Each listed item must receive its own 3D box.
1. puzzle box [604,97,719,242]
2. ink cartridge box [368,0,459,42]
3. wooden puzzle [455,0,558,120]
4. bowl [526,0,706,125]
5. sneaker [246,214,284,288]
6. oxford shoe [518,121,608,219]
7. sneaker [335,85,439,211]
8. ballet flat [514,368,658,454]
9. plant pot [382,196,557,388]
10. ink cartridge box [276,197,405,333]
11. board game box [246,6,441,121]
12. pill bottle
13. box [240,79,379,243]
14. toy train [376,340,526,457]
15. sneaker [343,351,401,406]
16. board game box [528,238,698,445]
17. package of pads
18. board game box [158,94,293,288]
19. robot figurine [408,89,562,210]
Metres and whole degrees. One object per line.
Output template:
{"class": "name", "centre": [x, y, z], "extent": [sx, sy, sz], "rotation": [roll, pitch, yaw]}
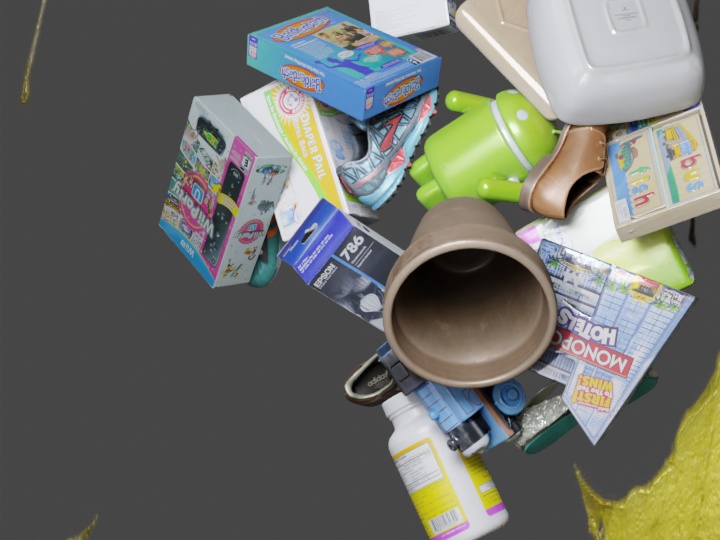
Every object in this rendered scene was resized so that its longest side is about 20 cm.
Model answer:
{"class": "puzzle box", "centre": [0.350, -0.128, 1.559], "extent": [0.131, 0.026, 0.202], "rotation": [-20, 39, 19]}
{"class": "ink cartridge box", "centre": [0.062, -0.402, 1.735], "extent": [0.107, 0.050, 0.203], "rotation": [-8, 85, 22]}
{"class": "wooden puzzle", "centre": [0.242, -0.300, 1.637], "extent": [0.199, 0.046, 0.185], "rotation": [-40, 78, -14]}
{"class": "bowl", "centre": [0.303, -0.281, 1.568], "extent": [0.197, 0.075, 0.203], "rotation": [-10, 69, -5]}
{"class": "sneaker", "centre": [-0.145, -0.078, 1.790], "extent": [0.070, 0.080, 0.204], "rotation": [2, 90, 21]}
{"class": "oxford shoe", "centre": [0.270, -0.142, 1.585], "extent": [0.071, 0.071, 0.201], "rotation": [25, 76, 31]}
{"class": "sneaker", "centre": [0.032, -0.182, 1.684], "extent": [0.095, 0.079, 0.202], "rotation": [30, 67, -15]}
{"class": "ballet flat", "centre": [0.265, 0.153, 1.635], "extent": [0.199, 0.072, 0.072], "rotation": [-32, 78, 18]}
{"class": "plant pot", "centre": [0.120, 0.006, 1.546], "extent": [0.197, 0.176, 0.203], "rotation": [0, 124, -1]}
{"class": "ink cartridge box", "centre": [0.000, 0.000, 1.685], "extent": [0.100, 0.199, 0.039], "rotation": [-51, 30, 13]}
{"class": "board game box", "centre": [-0.021, -0.262, 1.670], "extent": [0.199, 0.151, 0.046], "rotation": [30, 130, 31]}
{"class": "pill bottle", "centre": [0.101, 0.244, 1.674], "extent": [0.103, 0.104, 0.202], "rotation": [-28, 79, 18]}
{"class": "box", "centre": [-0.066, -0.146, 1.745], "extent": [0.100, 0.112, 0.203], "rotation": [-21, 80, 21]}
{"class": "toy train", "centre": [0.114, 0.136, 1.624], "extent": [0.201, 0.114, 0.087], "rotation": [55, 151, 5]}
{"class": "sneaker", "centre": [0.065, 0.115, 1.706], "extent": [0.199, 0.075, 0.071], "rotation": [-37, 76, 17]}
{"class": "board game box", "centre": [0.265, 0.090, 1.561], "extent": [0.198, 0.062, 0.203], "rotation": [21, 94, 18]}
{"class": "package of pads", "centre": [0.288, -0.013, 1.625], "extent": [0.198, 0.068, 0.156], "rotation": [-26, 80, 16]}
{"class": "board game box", "centre": [-0.178, -0.103, 1.729], "extent": [0.148, 0.064, 0.202], "rotation": [45, 129, 34]}
{"class": "robot figurine", "centre": [0.159, -0.144, 1.654], "extent": [0.198, 0.116, 0.177], "rotation": [-31, 47, 18]}
